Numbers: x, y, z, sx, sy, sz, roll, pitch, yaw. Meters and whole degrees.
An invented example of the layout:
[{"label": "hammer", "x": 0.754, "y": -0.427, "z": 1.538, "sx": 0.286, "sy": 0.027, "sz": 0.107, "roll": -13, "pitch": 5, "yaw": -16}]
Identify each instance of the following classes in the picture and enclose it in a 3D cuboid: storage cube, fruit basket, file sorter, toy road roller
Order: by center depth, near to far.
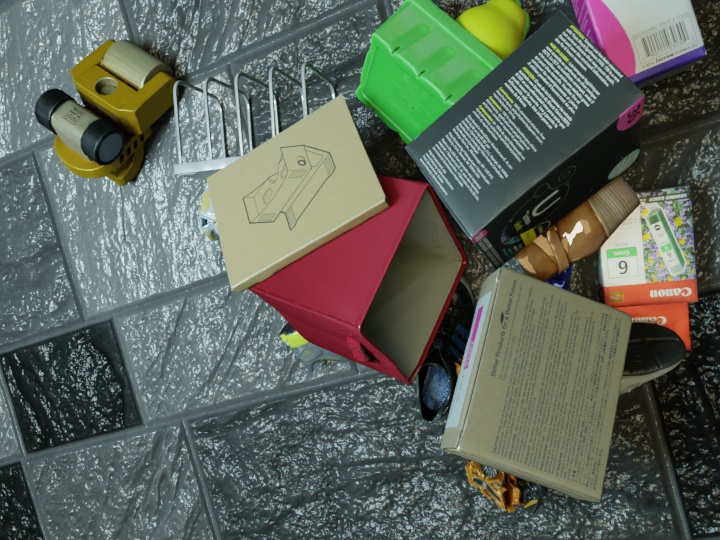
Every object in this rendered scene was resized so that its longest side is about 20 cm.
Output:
[{"label": "storage cube", "x": 0.000, "y": 0.000, "z": 0.721, "sx": 0.176, "sy": 0.171, "sz": 0.204, "roll": 16, "pitch": 70, "yaw": 33}, {"label": "fruit basket", "x": 0.123, "y": -0.246, "z": 0.748, "sx": 0.213, "sy": 0.216, "sz": 0.157, "roll": 35, "pitch": 143, "yaw": 9}, {"label": "file sorter", "x": -0.135, "y": -0.194, "z": 0.814, "sx": 0.194, "sy": 0.138, "sz": 0.129, "roll": -3, "pitch": 93, "yaw": 16}, {"label": "toy road roller", "x": -0.366, "y": -0.224, "z": 0.900, "sx": 0.121, "sy": 0.147, "sz": 0.202, "roll": 31, "pitch": 66, "yaw": 10}]

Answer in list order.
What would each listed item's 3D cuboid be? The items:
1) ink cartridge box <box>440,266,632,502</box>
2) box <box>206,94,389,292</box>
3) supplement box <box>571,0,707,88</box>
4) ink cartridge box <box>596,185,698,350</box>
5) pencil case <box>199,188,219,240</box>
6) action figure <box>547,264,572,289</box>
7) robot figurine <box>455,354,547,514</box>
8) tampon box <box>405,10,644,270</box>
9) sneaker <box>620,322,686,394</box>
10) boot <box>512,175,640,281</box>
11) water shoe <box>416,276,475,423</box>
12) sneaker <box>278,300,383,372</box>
[{"label": "ink cartridge box", "x": 0.192, "y": 0.122, "z": 0.658, "sx": 0.161, "sy": 0.075, "sz": 0.205, "roll": 19, "pitch": 74, "yaw": -1}, {"label": "box", "x": -0.079, "y": -0.090, "z": 0.684, "sx": 0.197, "sy": 0.021, "sz": 0.166, "roll": -28, "pitch": 59, "yaw": 12}, {"label": "supplement box", "x": 0.304, "y": -0.315, "z": 0.692, "sx": 0.099, "sy": 0.103, "sz": 0.205, "roll": -18, "pitch": 93, "yaw": 18}, {"label": "ink cartridge box", "x": 0.351, "y": 0.005, "z": 0.742, "sx": 0.106, "sy": 0.050, "sz": 0.206, "roll": -5, "pitch": 94, "yaw": 17}, {"label": "pencil case", "x": -0.128, "y": -0.073, "z": 0.849, "sx": 0.194, "sy": 0.091, "sz": 0.086, "roll": 8, "pitch": 99, "yaw": 14}, {"label": "action figure", "x": 0.244, "y": 0.016, "z": 0.753, "sx": 0.063, "sy": 0.099, "sz": 0.206, "roll": -2, "pitch": 98, "yaw": 17}, {"label": "robot figurine", "x": 0.172, "y": 0.212, "z": 0.768, "sx": 0.057, "sy": 0.144, "sz": 0.206, "roll": -16, "pitch": 109, "yaw": -26}, {"label": "tampon box", "x": 0.174, "y": -0.124, "z": 0.631, "sx": 0.199, "sy": 0.149, "sz": 0.128, "roll": -39, "pitch": 66, "yaw": 12}, {"label": "sneaker", "x": 0.305, "y": 0.139, "z": 0.761, "sx": 0.195, "sy": 0.077, "sz": 0.117, "roll": -17, "pitch": 133, "yaw": 8}, {"label": "boot", "x": 0.212, "y": -0.096, "z": 0.727, "sx": 0.154, "sy": 0.073, "sz": 0.202, "roll": -40, "pitch": 60, "yaw": 9}, {"label": "water shoe", "x": 0.114, "y": 0.104, "z": 0.806, "sx": 0.069, "sy": 0.079, "sz": 0.206, "roll": 6, "pitch": 98, "yaw": 14}, {"label": "sneaker", "x": -0.014, "y": 0.079, "z": 0.854, "sx": 0.195, "sy": 0.074, "sz": 0.082, "roll": -21, "pitch": 112, "yaw": 15}]
